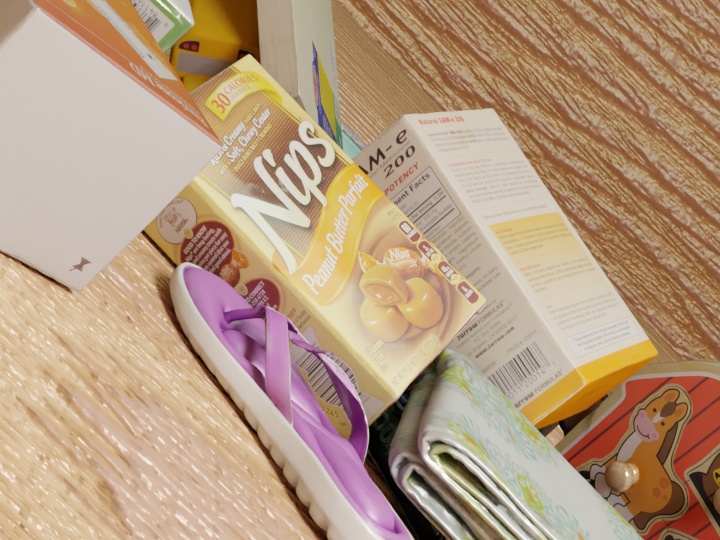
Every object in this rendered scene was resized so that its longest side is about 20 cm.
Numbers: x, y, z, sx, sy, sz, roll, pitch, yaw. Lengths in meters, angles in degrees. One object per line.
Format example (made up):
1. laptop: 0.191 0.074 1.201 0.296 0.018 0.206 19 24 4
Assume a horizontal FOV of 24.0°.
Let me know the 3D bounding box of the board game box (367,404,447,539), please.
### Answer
1. board game box: 0.084 0.160 0.977 0.200 0.028 0.136 37 15 -46

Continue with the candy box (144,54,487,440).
1. candy box: -0.035 -0.015 0.939 0.200 0.055 0.115 46 39 1

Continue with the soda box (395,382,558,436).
1. soda box: 0.088 0.090 1.166 0.069 0.064 0.200 49 10 15

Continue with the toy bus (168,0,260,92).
1. toy bus: -0.092 -0.145 1.125 0.064 0.079 0.201 11 33 -6

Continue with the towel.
1. towel: 0.091 0.128 0.908 0.171 0.048 0.200 49 11 -3

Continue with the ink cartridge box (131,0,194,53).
1. ink cartridge box: -0.169 -0.202 1.107 0.104 0.059 0.200 43 11 -23

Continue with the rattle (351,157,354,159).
1. rattle: -0.043 -0.106 1.183 0.201 0.143 0.130 54 29 8

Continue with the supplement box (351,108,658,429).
1. supplement box: 0.086 -0.001 1.069 0.201 0.073 0.126 57 29 13

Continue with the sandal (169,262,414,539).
1. sandal: -0.024 0.063 0.836 0.203 0.050 0.082 53 11 30

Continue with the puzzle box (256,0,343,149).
1. puzzle box: -0.041 -0.156 1.115 0.133 0.025 0.202 67 16 -58

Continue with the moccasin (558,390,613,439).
1. moccasin: 0.177 0.110 1.164 0.074 0.077 0.204 14 68 -70

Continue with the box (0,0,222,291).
1. box: -0.167 -0.107 0.763 0.124 0.097 0.201 36 15 -48

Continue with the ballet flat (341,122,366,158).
1. ballet flat: 0.017 -0.048 1.410 0.200 0.072 0.072 47 10 -9

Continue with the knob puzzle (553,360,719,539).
1. knob puzzle: 0.211 0.146 1.063 0.030 0.220 0.220 -4 47 -46
